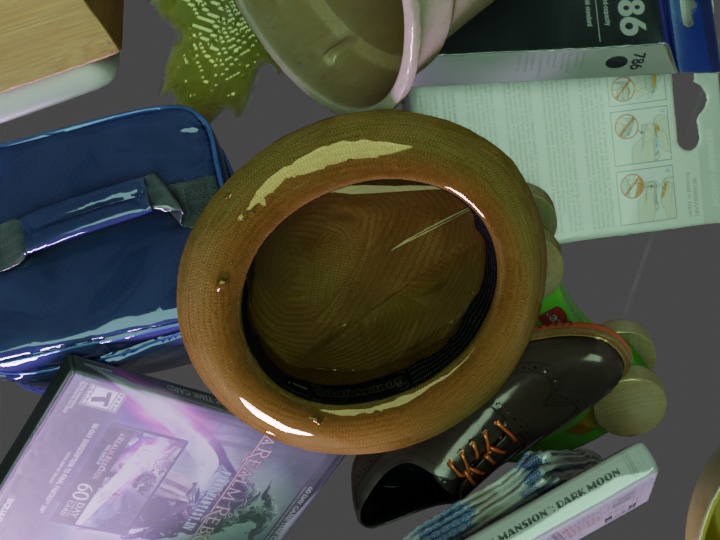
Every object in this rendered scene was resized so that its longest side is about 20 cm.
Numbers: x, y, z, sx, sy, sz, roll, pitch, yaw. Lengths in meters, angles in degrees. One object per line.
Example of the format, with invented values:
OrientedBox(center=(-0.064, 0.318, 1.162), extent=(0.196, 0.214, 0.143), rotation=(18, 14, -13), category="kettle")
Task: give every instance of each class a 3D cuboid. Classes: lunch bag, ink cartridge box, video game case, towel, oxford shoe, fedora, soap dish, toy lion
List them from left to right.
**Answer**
OrientedBox(center=(-0.237, -0.145, 0.720), extent=(0.197, 0.158, 0.082), rotation=(-18, 125, 2), category="soap dish")
OrientedBox(center=(-0.147, -0.011, 0.734), extent=(0.197, 0.132, 0.138), rotation=(-15, 79, 1), category="lunch bag")
OrientedBox(center=(-0.120, 0.132, 0.756), extent=(0.198, 0.019, 0.144), rotation=(21, 116, -34), category="video game case")
OrientedBox(center=(0.000, 0.000, 0.667), extent=(0.197, 0.082, 0.204), rotation=(-2, 113, -6), category="fedora")
OrientedBox(center=(0.054, 0.165, 0.755), extent=(0.199, 0.146, 0.024), rotation=(-35, 70, 17), category="towel")
OrientedBox(center=(0.066, 0.051, 0.778), extent=(0.190, 0.069, 0.200), rotation=(-31, 118, 21), category="toy lion")
OrientedBox(center=(0.075, 0.098, 0.733), extent=(0.199, 0.073, 0.071), rotation=(-34, 116, 31), category="oxford shoe")
OrientedBox(center=(0.094, 0.165, 0.746), extent=(0.180, 0.200, 0.024), rotation=(-31, 72, 3), category="video game case")
OrientedBox(center=(0.114, -0.163, 0.733), extent=(0.197, 0.039, 0.101), rotation=(-3, 68, 0), category="ink cartridge box")
OrientedBox(center=(0.126, -0.100, 0.789), extent=(0.197, 0.050, 0.165), rotation=(-8, 97, -5), category="ink cartridge box")

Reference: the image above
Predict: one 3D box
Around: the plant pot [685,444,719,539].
OrientedBox(center=(0.286, 0.163, 0.770), extent=(0.197, 0.142, 0.203), rotation=(0, 97, 0), category="plant pot")

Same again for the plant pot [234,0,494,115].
OrientedBox(center=(0.035, -0.210, 0.646), extent=(0.182, 0.200, 0.202), rotation=(-31, 97, -22), category="plant pot")
